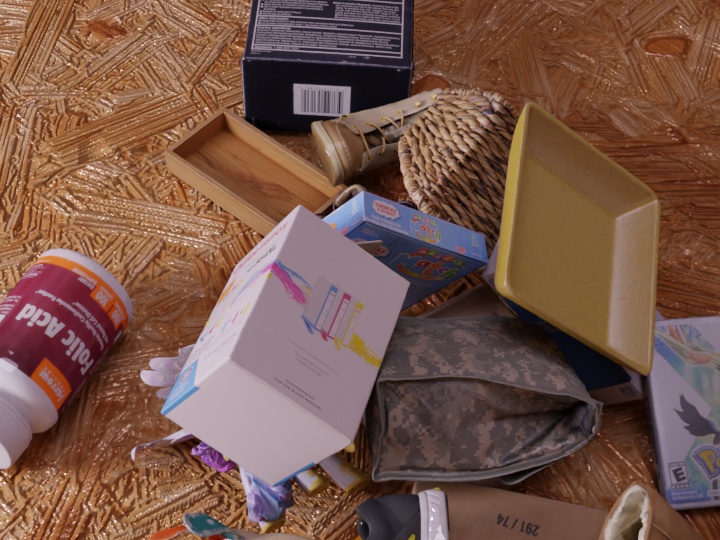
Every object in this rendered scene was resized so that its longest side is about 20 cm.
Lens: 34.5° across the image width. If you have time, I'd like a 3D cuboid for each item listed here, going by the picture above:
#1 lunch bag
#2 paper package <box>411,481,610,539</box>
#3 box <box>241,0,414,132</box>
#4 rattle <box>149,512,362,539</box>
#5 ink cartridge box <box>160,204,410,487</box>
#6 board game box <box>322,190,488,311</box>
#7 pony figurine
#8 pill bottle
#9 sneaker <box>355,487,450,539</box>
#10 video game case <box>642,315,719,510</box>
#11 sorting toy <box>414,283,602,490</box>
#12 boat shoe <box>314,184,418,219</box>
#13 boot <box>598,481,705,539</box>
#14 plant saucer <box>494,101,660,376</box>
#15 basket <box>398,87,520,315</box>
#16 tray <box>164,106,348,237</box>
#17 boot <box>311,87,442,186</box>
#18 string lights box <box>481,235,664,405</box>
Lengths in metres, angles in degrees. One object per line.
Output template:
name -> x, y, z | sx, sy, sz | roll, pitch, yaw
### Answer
lunch bag -> 0.104, 0.112, 1.043 | 0.199, 0.118, 0.164 | 0, 18, -4
paper package -> 0.126, 0.289, 0.987 | 0.199, 0.104, 0.191 | 9, 50, 7
box -> -0.035, -0.275, 1.416 | 0.199, 0.124, 0.199 | 4, 52, 0
rattle -> -0.062, 0.219, 1.003 | 0.199, 0.130, 0.143 | 29, 66, -3
ink cartridge box -> -0.058, 0.056, 0.996 | 0.125, 0.128, 0.201 | 35, 48, -16
board game box -> 0.000, 0.000, 1.118 | 0.151, 0.200, 0.037 | 18, 57, -35
pony figurine -> -0.103, 0.138, 1.086 | 0.192, 0.167, 0.200 | -19, 63, -34
pill bottle -> -0.320, 0.085, 1.130 | 0.114, 0.114, 0.200 | 21, 54, 14
sneaker -> 0.029, 0.261, 0.903 | 0.084, 0.075, 0.201 | -1, 41, 5
video game case -> 0.377, 0.132, 1.124 | 0.199, 0.022, 0.183 | -4, 76, -5
sorting toy -> 0.113, 0.126, 1.163 | 0.185, 0.037, 0.200 | -26, 61, -20
boat shoe -> 0.004, -0.057, 1.232 | 0.072, 0.072, 0.200 | 4, 18, 35
boot -> 0.291, 0.239, 0.980 | 0.200, 0.066, 0.176 | 41, 50, -23
plant saucer -> 0.194, -0.023, 1.070 | 0.200, 0.048, 0.201 | 30, 57, -32
basket -> 0.121, -0.074, 1.222 | 0.149, 0.200, 0.143 | -52, 29, -10
tray -> -0.120, -0.105, 1.336 | 0.200, 0.037, 0.099 | 34, 58, 22
boot -> 0.031, -0.149, 1.276 | 0.155, 0.200, 0.073 | -16, 96, 5
string lights box -> 0.216, 0.029, 1.146 | 0.200, 0.059, 0.103 | 46, 51, -22
